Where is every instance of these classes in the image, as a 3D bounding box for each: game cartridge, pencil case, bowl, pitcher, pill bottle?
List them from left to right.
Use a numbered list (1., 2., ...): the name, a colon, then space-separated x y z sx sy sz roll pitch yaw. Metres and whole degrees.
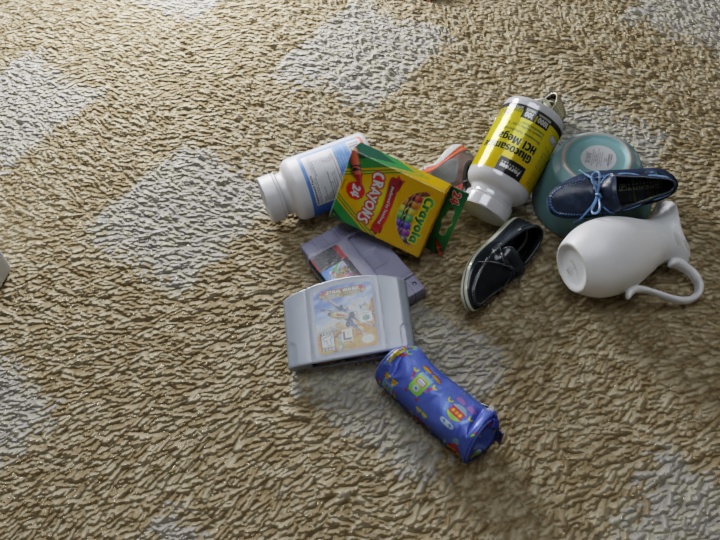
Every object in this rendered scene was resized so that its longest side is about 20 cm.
1. pill bottle: -0.073 -0.155 1.573 0.199 0.112 0.112 -20 53 -7
2. game cartridge: -0.021 0.077 1.411 0.199 0.042 0.134 -11 70 8
3. game cartridge: 0.000 0.000 1.498 0.129 0.038 0.200 -27 55 -18
4. pencil case: 0.113 0.188 1.312 0.200 0.078 0.087 39 91 29
5. pill bottle: 0.251 -0.181 1.527 0.112 0.112 0.201 25 81 23
6. bowl: 0.389 -0.153 1.516 0.200 0.105 0.202 -4 54 5
7. pitcher: 0.421 -0.009 1.406 0.199 0.121 0.172 -15 65 -18

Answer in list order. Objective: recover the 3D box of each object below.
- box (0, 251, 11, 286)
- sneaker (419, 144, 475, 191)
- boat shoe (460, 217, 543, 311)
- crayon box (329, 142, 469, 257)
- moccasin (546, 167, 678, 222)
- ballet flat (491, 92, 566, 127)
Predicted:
1. box: -0.730 -0.011 1.497 0.199 0.199 0.172 8 54 11
2. sneaker: 0.141 -0.140 1.559 0.082 0.077 0.200 36 65 22
3. boat shoe: 0.225 -0.012 1.447 0.062 0.075 0.200 9 46 45
4. crayon box: 0.062 -0.109 1.484 0.199 0.127 0.051 25 28 8
5. moccasin: 0.389 -0.127 1.407 0.199 0.068 0.081 -15 95 7
6. ballet flat: 0.282 -0.260 1.626 0.200 0.076 0.068 -33 33 -16
